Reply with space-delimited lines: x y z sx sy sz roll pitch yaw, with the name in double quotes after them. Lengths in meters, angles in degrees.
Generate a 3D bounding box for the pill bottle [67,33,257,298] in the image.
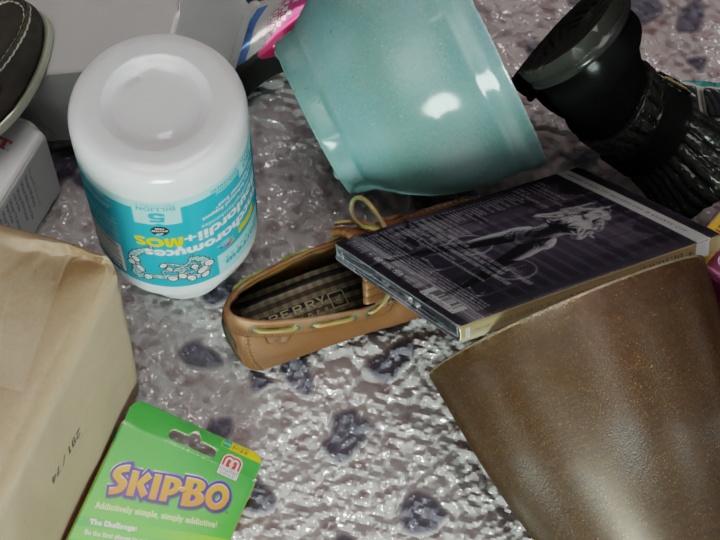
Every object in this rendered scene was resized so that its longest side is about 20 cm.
-0.123 -0.056 1.068 0.110 0.200 0.111 0 64 0 "pill bottle"

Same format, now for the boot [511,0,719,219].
0.183 -0.103 1.061 0.158 0.211 0.080 41 93 -1 "boot"

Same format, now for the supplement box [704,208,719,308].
0.317 0.027 1.088 0.200 0.103 0.131 38 68 16 "supplement box"

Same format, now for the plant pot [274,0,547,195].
0.024 -0.133 1.127 0.134 0.200 0.201 -27 65 6 "plant pot"

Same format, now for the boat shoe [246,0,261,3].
-0.133 -0.247 1.236 0.199 0.072 0.073 0 63 -1 "boat shoe"

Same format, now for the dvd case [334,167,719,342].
0.105 -0.014 1.049 0.199 0.016 0.149 -18 28 -25 "dvd case"

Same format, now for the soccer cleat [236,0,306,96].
-0.080 -0.173 1.202 0.200 0.070 0.086 -36 64 -18 "soccer cleat"

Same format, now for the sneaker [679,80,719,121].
0.275 -0.106 1.182 0.199 0.078 0.080 2 24 10 "sneaker"

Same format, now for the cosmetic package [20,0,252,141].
-0.188 -0.156 1.142 0.199 0.085 0.108 1 61 26 "cosmetic package"

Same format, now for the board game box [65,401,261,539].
-0.141 0.188 1.033 0.095 0.030 0.201 25 67 -3 "board game box"

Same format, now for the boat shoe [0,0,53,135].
-0.273 -0.105 1.059 0.071 0.061 0.202 23 69 30 "boat shoe"

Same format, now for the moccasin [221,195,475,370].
-0.001 -0.001 1.111 0.200 0.078 0.074 -18 63 -10 "moccasin"

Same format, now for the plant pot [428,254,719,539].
0.165 0.120 1.012 0.186 0.187 0.201 -21 79 -11 "plant pot"

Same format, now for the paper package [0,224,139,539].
-0.221 0.103 0.991 0.103 0.191 0.201 19 64 8 "paper package"

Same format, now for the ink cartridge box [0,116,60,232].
-0.317 -0.023 1.113 0.144 0.084 0.201 22 65 11 "ink cartridge box"
